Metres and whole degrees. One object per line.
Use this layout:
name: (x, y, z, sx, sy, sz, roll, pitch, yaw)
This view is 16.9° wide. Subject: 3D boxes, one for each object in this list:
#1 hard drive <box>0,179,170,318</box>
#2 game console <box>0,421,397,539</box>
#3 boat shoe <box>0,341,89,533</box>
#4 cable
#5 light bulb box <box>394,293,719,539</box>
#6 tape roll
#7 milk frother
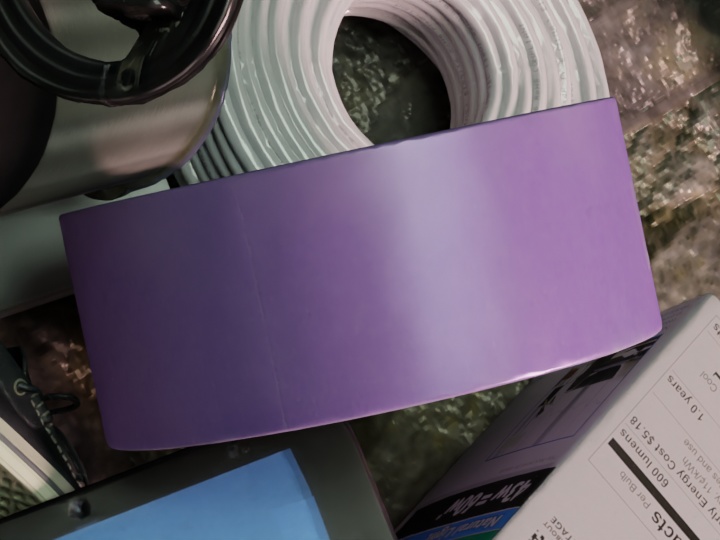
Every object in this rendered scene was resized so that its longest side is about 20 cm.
hard drive: (-0.176, -0.039, 0.925, 0.200, 0.026, 0.132, -19, 84, -33)
game console: (-0.061, 0.152, 0.783, 0.200, 0.172, 0.119, -21, 111, -10)
boat shoe: (-0.139, 0.058, 0.873, 0.200, 0.075, 0.062, 55, 35, -22)
cable: (0.010, -0.073, 1.014, 0.200, 0.069, 0.200, 5, 72, -28)
light bulb box: (0.112, 0.154, 0.965, 0.198, 0.125, 0.200, 50, 59, -7)
tape roll: (0.000, 0.000, 0.850, 0.200, 0.200, 0.085, -13, 93, -32)
milk frother: (-0.097, -0.084, 0.802, 0.188, 0.200, 0.181, -22, 129, -61)
